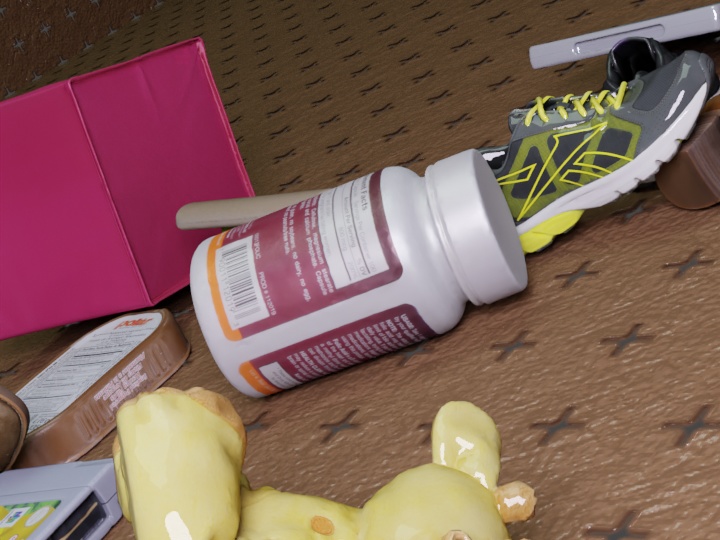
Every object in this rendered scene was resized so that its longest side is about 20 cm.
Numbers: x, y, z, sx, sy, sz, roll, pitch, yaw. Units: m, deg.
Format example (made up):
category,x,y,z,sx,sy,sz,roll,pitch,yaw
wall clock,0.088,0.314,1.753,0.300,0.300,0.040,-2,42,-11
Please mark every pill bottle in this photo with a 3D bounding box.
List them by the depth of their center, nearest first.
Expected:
category,x,y,z,sx,sy,sz,roll,pitch,yaw
pill bottle,0.000,0.000,0.924,0.199,0.115,0.114,-20,20,15

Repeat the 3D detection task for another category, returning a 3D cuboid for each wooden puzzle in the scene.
category,x,y,z,sx,sy,sz,roll,pitch,yaw
wooden puzzle,-0.015,-0.041,1.089,0.199,0.038,0.184,-4,1,-39

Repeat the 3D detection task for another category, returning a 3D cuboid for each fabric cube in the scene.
category,x,y,z,sx,sy,sz,roll,pitch,yaw
fabric cube,-0.234,-0.072,1.242,0.198,0.198,0.200,-14,10,32

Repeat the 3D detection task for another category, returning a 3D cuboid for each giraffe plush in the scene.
category,x,y,z,sx,sy,sz,roll,pitch,yaw
giraffe plush,-0.009,0.125,0.582,0.161,0.174,0.200,-8,4,-14

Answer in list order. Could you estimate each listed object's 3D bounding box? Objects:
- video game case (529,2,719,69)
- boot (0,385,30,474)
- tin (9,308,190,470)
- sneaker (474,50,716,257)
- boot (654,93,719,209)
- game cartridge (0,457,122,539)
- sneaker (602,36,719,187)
category,x,y,z,sx,sy,sz,roll,pitch,yaw
video game case,0.269,-0.205,1.174,0.199,0.023,0.181,-19,9,-43
boot,-0.290,0.147,0.947,0.200,0.073,0.076,-41,21,31
tin,-0.212,0.093,1.075,0.111,0.042,0.200,-4,28,39
sneaker,0.144,-0.086,0.934,0.200,0.085,0.075,-40,10,32
boot,0.291,-0.109,0.885,0.155,0.074,0.199,-41,20,-25
game cartridge,-0.236,0.185,0.864,0.133,0.041,0.200,-16,21,37
sneaker,0.223,-0.143,1.052,0.075,0.088,0.200,-17,20,23
